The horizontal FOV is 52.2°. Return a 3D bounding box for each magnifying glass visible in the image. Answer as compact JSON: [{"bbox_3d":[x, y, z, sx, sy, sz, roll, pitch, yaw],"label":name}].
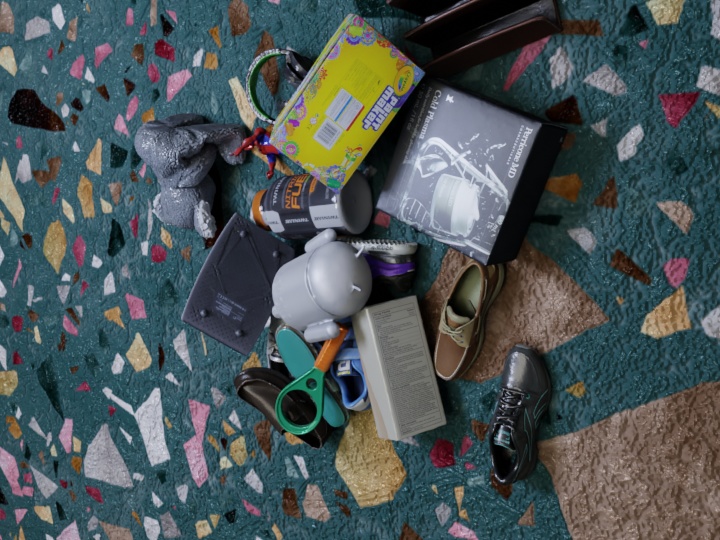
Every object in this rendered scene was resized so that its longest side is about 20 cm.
[{"bbox_3d":[-0.073,0.173,1.177,0.079,0.022,0.203,30,107,7],"label":"magnifying glass"}]

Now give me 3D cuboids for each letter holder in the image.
[{"bbox_3d":[0.151,-0.351,1.003,0.197,0.141,0.103,-14,87,34],"label":"letter holder"}]

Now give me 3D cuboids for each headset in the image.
[{"bbox_3d":[-0.105,-0.294,1.213,0.196,0.094,0.126,17,105,15],"label":"headset"}]

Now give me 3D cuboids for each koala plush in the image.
[{"bbox_3d":[-0.320,-0.166,1.342,0.175,0.183,0.204,19,117,31],"label":"koala plush"}]

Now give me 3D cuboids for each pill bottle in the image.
[{"bbox_3d":[-0.086,-0.106,1.213,0.196,0.105,0.109,-3,93,34],"label":"pill bottle"}]

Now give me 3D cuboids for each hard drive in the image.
[{"bbox_3d":[-0.199,0.024,1.198,0.042,0.133,0.203,-28,35,60],"label":"hard drive"}]

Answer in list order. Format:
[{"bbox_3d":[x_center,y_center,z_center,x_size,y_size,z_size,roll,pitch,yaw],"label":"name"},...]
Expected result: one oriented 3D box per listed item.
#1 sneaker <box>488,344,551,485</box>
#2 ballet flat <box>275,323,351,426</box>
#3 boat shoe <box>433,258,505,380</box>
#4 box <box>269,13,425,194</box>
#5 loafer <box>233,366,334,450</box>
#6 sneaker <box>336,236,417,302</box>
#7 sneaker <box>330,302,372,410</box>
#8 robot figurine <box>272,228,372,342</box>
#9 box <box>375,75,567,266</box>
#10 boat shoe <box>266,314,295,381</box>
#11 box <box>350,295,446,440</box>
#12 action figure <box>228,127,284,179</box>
[{"bbox_3d":[0.224,0.210,1.051,0.074,0.079,0.205,5,97,33],"label":"sneaker"},{"bbox_3d":[-0.075,0.165,1.228,0.073,0.074,0.203,-18,107,33],"label":"ballet flat"},{"bbox_3d":[0.148,0.068,1.090,0.075,0.073,0.204,25,108,29],"label":"boat shoe"},{"bbox_3d":[-0.024,-0.245,1.051,0.121,0.193,0.201,34,104,-15],"label":"box"},{"bbox_3d":[-0.126,0.233,1.238,0.198,0.072,0.073,31,121,-13],"label":"loafer"},{"bbox_3d":[0.000,0.000,1.187,0.197,0.069,0.102,5,100,34],"label":"sneaker"},{"bbox_3d":[-0.010,0.132,1.201,0.073,0.082,0.205,-16,85,36],"label":"sneaker"},{"bbox_3d":[-0.059,0.025,1.131,0.198,0.111,0.174,-24,64,45],"label":"robot figurine"},{"bbox_3d":[0.154,-0.142,1.038,0.194,0.123,0.204,28,110,26],"label":"box"},{"bbox_3d":[-0.127,0.133,1.256,0.072,0.065,0.204,7,118,25],"label":"boat shoe"},{"bbox_3d":[0.057,0.149,1.137,0.078,0.093,0.205,157,101,-67],"label":"box"},{"bbox_3d":[-0.138,-0.195,1.245,0.197,0.100,0.066,12,143,35],"label":"action figure"}]
